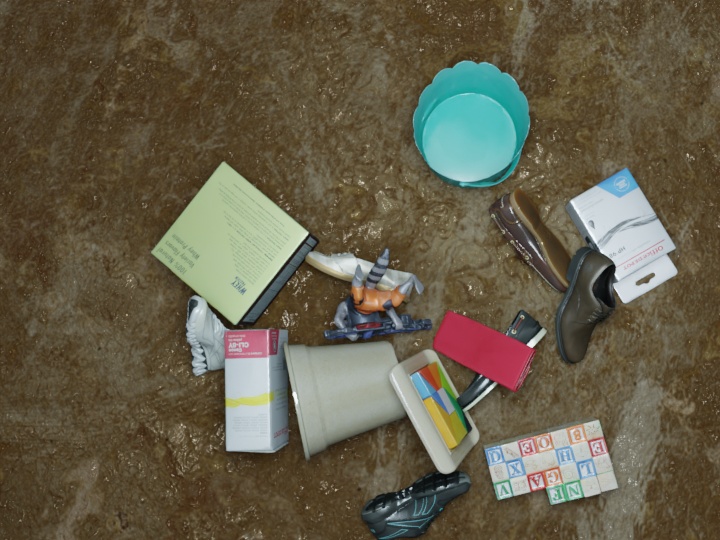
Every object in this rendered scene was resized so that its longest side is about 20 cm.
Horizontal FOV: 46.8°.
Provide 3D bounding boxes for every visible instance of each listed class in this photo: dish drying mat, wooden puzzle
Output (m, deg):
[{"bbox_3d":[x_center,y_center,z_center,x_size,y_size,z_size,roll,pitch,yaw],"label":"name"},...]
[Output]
[{"bbox_3d":[0.204,0.133,1.400,0.199,0.018,0.077,25,86,47],"label":"dish drying mat"},{"bbox_3d":[0.131,0.223,1.373,0.037,0.200,0.186,-31,83,21],"label":"wooden puzzle"}]

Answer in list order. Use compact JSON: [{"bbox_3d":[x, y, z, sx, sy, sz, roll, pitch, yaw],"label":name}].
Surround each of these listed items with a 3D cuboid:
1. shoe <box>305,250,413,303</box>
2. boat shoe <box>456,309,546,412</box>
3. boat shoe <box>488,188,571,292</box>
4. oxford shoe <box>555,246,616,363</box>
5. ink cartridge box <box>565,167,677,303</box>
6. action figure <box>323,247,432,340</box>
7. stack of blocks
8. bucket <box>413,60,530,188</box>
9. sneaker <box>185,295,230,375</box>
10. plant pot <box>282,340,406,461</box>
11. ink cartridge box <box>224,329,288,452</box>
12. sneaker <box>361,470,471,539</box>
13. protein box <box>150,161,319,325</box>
[{"bbox_3d":[0.000,0.000,1.470,0.198,0.070,0.054,21,89,-1],"label":"shoe"},{"bbox_3d":[0.232,0.156,1.428,0.063,0.074,0.202,42,85,7],"label":"boat shoe"},{"bbox_3d":[0.300,-0.045,1.444,0.070,0.070,0.201,-32,91,39],"label":"boat shoe"},{"bbox_3d":[0.380,0.069,1.393,0.072,0.084,0.202,-5,111,-33],"label":"oxford shoe"},{"bbox_3d":[0.453,-0.058,1.424,0.115,0.067,0.201,-30,82,2],"label":"ink cartridge box"},{"bbox_3d":[0.037,0.053,1.413,0.198,0.194,0.106,-1,63,-25],"label":"action figure"},{"bbox_3d":[0.319,0.331,1.410,0.198,0.059,0.116,-15,84,5],"label":"stack of blocks"},{"bbox_3d":[0.190,-0.240,1.435,0.205,0.135,0.210,-1,86,7],"label":"bucket"},{"bbox_3d":[-0.258,0.110,1.438,0.080,0.201,0.076,0,54,-3],"label":"sneaker"},{"bbox_3d":[-0.024,0.201,1.407,0.181,0.200,0.203,-11,84,-7],"label":"plant pot"},{"bbox_3d":[-0.176,0.203,1.431,0.082,0.145,0.202,-3,85,7],"label":"ink cartridge box"},{"bbox_3d":[0.103,0.405,1.430,0.198,0.075,0.080,-24,97,10],"label":"sneaker"},{"bbox_3d":[-0.215,-0.041,1.462,0.198,0.135,0.201,39,90,7],"label":"protein box"}]
